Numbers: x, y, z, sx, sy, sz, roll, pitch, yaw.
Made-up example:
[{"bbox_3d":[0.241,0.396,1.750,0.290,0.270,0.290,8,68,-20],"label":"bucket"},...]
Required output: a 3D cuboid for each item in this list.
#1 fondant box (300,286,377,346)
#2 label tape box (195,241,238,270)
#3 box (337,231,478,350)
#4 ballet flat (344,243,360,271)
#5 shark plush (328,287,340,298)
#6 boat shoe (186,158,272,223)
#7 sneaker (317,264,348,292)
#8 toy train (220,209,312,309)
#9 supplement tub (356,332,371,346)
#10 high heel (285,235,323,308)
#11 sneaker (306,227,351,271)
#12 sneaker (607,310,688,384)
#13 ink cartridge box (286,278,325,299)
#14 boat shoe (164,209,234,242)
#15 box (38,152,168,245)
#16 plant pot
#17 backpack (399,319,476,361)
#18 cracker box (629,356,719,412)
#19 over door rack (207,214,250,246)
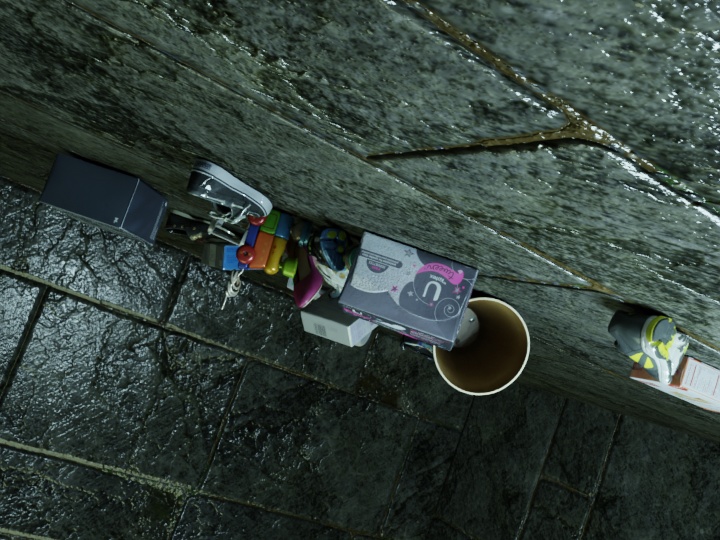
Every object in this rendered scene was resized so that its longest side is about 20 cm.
[{"bbox_3d":[-0.015,0.082,1.760,0.144,0.200,0.058,15,128,37],"label":"fondant box"},{"bbox_3d":[-0.326,-0.041,2.013,0.144,0.064,0.200,-1,-174,-32],"label":"label tape box"},{"bbox_3d":[0.080,0.034,1.292,0.199,0.133,0.115,19,170,7],"label":"box"},{"bbox_3d":[0.035,-0.003,1.440,0.200,0.068,0.075,21,-176,-34],"label":"ballet flat"},{"bbox_3d":[0.000,0.000,1.714,0.083,0.091,0.200,2,163,-34],"label":"shark plush"},{"bbox_3d":[-0.212,-0.113,1.262,0.073,0.068,0.199,18,173,21],"label":"boat shoe"},{"bbox_3d":[-0.025,0.018,1.633,0.088,0.076,0.200,14,147,54],"label":"sneaker"},{"bbox_3d":[-0.165,-0.011,1.391,0.115,0.201,0.085,16,173,-3],"label":"toy train"},{"bbox_3d":[-0.063,0.181,2.843,0.199,0.145,0.144,18,173,19],"label":"supplement tub"},{"bbox_3d":[-0.121,-0.008,1.463,0.096,0.067,0.200,42,-160,-20],"label":"high heel"},{"bbox_3d":[-0.062,-0.037,1.409,0.082,0.071,0.200,14,176,6],"label":"sneaker"},{"bbox_3d":[0.419,0.103,1.136,0.084,0.075,0.200,23,167,37],"label":"sneaker"},{"bbox_3d":[-0.136,0.079,2.690,0.199,0.050,0.161,14,172,17],"label":"ink cartridge box"},{"bbox_3d":[-0.413,-0.102,1.997,0.201,0.063,0.074,16,170,22],"label":"boat shoe"},{"bbox_3d":[-0.565,-0.156,1.740,0.199,0.124,0.198,18,174,7],"label":"box"},{"bbox_3d":[0.216,0.131,1.556,0.186,0.187,0.200,22,-176,-9],"label":"plant pot"},{"bbox_3d":[0.207,0.151,1.747,0.200,0.151,0.178,29,180,2],"label":"backpack"},{"bbox_3d":[0.607,0.206,1.396,0.199,0.058,0.134,23,172,-17],"label":"cracker box"},{"bbox_3d":[-0.225,-0.084,1.572,0.147,0.067,0.200,25,-174,-8],"label":"over door rack"}]
